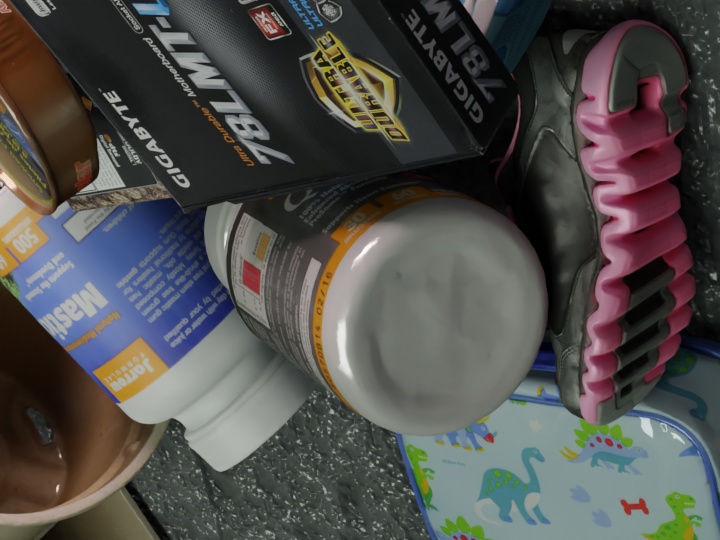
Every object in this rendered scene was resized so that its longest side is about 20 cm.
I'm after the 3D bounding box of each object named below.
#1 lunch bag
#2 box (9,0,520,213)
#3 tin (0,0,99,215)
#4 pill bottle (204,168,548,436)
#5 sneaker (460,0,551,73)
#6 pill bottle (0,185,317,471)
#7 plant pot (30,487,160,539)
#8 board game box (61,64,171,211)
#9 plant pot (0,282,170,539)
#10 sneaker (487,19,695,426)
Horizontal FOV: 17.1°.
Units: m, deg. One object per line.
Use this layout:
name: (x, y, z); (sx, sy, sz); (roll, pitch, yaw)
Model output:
lunch bag: (0.122, 0.101, 1.261); (0.200, 0.082, 0.161); (5, 130, 35)
box: (-0.061, -0.121, 1.050); (0.198, 0.050, 0.200); (-10, 127, 42)
tin: (-0.196, -0.114, 1.163); (0.200, 0.042, 0.112); (49, 158, 13)
pill bottle: (0.000, 0.000, 1.186); (0.200, 0.116, 0.116); (32, 152, 61)
sneaker: (0.027, -0.160, 1.085); (0.130, 0.080, 0.200); (30, 119, 14)
pill bottle: (-0.119, 0.015, 1.346); (0.200, 0.112, 0.112); (48, 140, -8)
plant pot: (-0.230, 0.267, 1.619); (0.177, 0.200, 0.200); (0, 127, 53)
board game box: (-0.091, -0.129, 1.203); (0.200, 0.097, 0.160); (-6, 122, 41)
plant pot: (-0.228, 0.086, 1.457); (0.200, 0.200, 0.184); (39, 151, 2)
sneaker: (0.104, -0.026, 1.149); (0.095, 0.079, 0.200); (13, 111, 39)
